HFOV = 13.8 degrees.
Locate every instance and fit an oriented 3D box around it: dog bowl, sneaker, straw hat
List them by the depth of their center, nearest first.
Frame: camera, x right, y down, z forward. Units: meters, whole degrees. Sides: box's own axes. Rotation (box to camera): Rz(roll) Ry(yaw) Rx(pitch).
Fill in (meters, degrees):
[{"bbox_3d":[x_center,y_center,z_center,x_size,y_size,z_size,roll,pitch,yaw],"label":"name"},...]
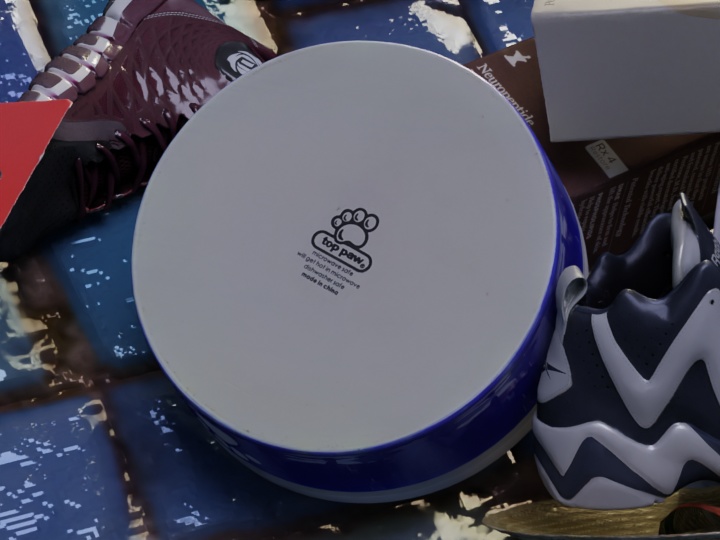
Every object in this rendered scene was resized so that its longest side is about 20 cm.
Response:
[{"bbox_3d":[0.156,0.144,1.298,0.201,0.201,0.085,-4,92,-13],"label":"straw hat"},{"bbox_3d":[0.172,0.027,1.299,0.199,0.130,0.079,-4,20,-2],"label":"sneaker"},{"bbox_3d":[0.000,0.000,1.348,0.200,0.079,0.200,-4,70,12],"label":"dog bowl"},{"bbox_3d":[-0.099,-0.062,1.441,0.115,0.076,0.200,26,51,8],"label":"sneaker"}]

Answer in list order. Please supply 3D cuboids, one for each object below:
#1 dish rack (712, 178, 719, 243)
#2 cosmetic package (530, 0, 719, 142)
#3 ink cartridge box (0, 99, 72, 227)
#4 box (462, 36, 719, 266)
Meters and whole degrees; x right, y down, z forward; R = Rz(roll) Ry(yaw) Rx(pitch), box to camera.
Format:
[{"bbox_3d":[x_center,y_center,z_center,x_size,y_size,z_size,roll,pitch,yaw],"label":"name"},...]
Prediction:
[{"bbox_3d":[0.260,0.019,1.370,0.200,0.172,0.044,2,22,-6],"label":"dish rack"},{"bbox_3d":[0.187,-0.120,1.391,0.200,0.073,0.104,-3,34,12],"label":"cosmetic package"},{"bbox_3d":[-0.252,-0.036,1.358,0.200,0.050,0.161,-3,44,28],"label":"ink cartridge box"},{"bbox_3d":[0.106,-0.061,1.473,0.200,0.075,0.100,-23,58,-27],"label":"box"}]
